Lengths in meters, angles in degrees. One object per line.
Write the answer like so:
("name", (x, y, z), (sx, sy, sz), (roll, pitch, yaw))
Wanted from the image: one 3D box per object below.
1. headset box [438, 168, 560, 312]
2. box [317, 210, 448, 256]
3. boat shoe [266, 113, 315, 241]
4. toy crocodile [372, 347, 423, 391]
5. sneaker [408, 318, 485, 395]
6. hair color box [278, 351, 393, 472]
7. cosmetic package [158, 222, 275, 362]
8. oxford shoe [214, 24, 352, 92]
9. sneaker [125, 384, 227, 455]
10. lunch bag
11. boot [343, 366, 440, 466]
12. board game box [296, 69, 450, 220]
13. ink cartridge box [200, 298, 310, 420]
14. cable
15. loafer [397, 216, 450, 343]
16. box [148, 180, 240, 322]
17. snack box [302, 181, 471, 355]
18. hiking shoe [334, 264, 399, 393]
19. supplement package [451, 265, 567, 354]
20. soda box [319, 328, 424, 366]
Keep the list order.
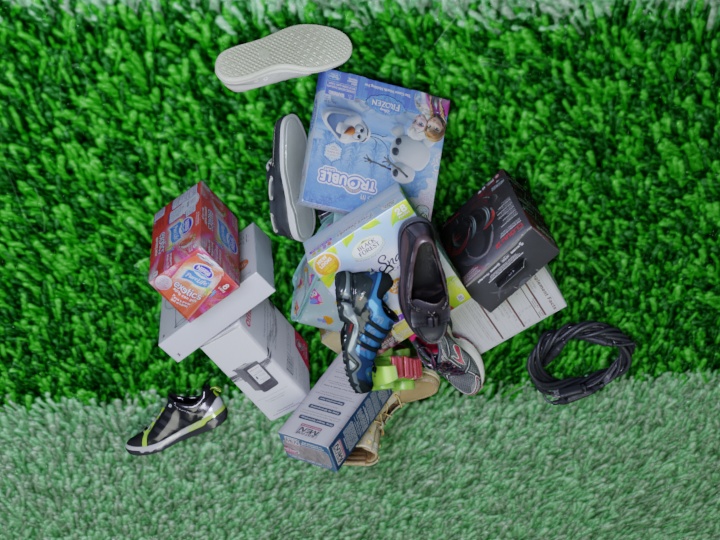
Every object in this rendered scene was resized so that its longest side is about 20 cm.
("headset box", (0.214, -0.043, 1.670), (0.075, 0.200, 0.149), (36, 113, -28))
("box", (0.041, -0.054, 1.726), (0.160, 0.049, 0.201), (-23, 124, 9))
("boat shoe", (-0.116, -0.140, 1.631), (0.060, 0.076, 0.201), (10, 113, 31))
("toy crocodile", (0.060, 0.154, 1.687), (0.061, 0.068, 0.200), (-8, 172, 24))
("sneaker", (0.129, 0.135, 1.717), (0.080, 0.075, 0.200), (-19, 126, 31))
("hair color box", (-0.033, 0.221, 1.721), (0.100, 0.200, 0.061), (11, 133, 33))
("cosmetic package", (-0.225, 0.033, 1.679), (0.200, 0.151, 0.052), (-36, 122, 14))
("oxford shoe", (-0.110, -0.301, 1.534), (0.199, 0.076, 0.058), (-15, 165, -8))
("sneaker", (-0.326, 0.254, 1.876), (0.199, 0.072, 0.083), (-23, 100, 5))
("lunch bag", (0.000, 0.000, 1.657), (0.169, 0.122, 0.201), (16, 128, -15))
("boot", (0.038, 0.243, 1.783), (0.199, 0.156, 0.073), (-11, 132, 13))
("board game box", (0.020, -0.175, 1.578), (0.199, 0.043, 0.200), (11, 85, -16))
("ink cartridge box", (-0.169, 0.121, 1.750), (0.083, 0.146, 0.200), (-28, 124, 16))
("cable", (0.399, 0.155, 1.932), (0.199, 0.051, 0.164), (-22, 119, 9))
("loafer", (0.090, 0.025, 1.509), (0.071, 0.063, 0.201), (-14, 119, -6))
("box", (-0.246, -0.031, 1.602), (0.099, 0.200, 0.096), (-34, 121, 14))
("snack box", (0.039, 0.000, 1.561), (0.168, 0.068, 0.200), (-33, 118, 8))
("hiking shoe", (0.014, 0.091, 1.526), (0.086, 0.075, 0.201), (-6, 121, -2))
("supplement package", (0.218, 0.037, 1.775), (0.199, 0.117, 0.117), (-31, 121, 11))
("soda box", (0.021, 0.133, 1.840), (0.068, 0.064, 0.200), (-42, 121, 19))
